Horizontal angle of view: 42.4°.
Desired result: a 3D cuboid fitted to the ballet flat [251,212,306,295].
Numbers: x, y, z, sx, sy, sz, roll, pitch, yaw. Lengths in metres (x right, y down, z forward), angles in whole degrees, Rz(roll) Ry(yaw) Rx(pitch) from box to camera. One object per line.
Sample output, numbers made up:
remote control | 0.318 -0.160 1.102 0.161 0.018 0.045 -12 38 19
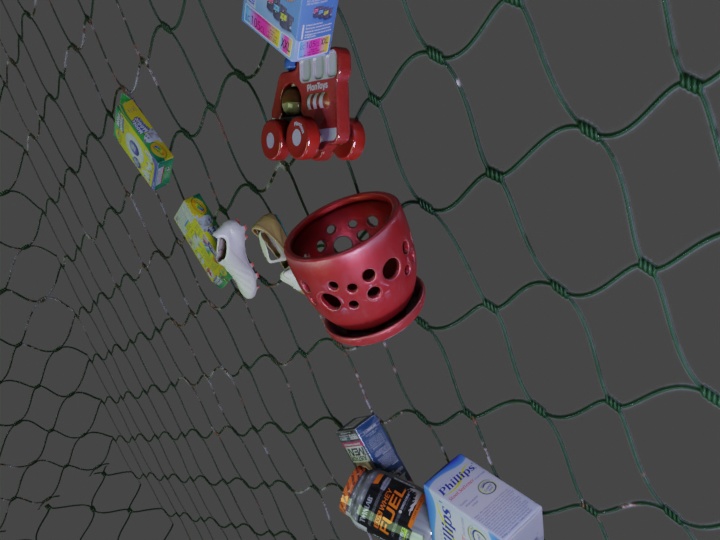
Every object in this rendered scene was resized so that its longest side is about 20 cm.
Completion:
ballet flat | -0.146 -0.016 1.816 0.201 0.063 0.069 56 151 6

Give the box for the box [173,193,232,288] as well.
box | -0.344 -0.063 2.104 0.202 0.048 0.117 60 151 4

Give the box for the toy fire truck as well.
toy fire truck | -0.078 -0.259 1.461 0.199 0.111 0.171 8 100 54

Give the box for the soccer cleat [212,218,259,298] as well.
soccer cleat | -0.272 -0.018 1.998 0.069 0.077 0.203 30 140 41

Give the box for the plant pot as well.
plant pot | 0.000 0.000 1.472 0.199 0.200 0.184 18 140 50

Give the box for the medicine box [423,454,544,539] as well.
medicine box | 0.220 0.460 1.636 0.199 0.102 0.185 26 137 44

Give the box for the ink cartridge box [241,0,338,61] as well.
ink cartridge box | -0.095 -0.424 1.327 0.136 0.076 0.202 42 136 29

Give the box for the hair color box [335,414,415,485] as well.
hair color box | 0.037 0.402 1.916 0.202 0.060 0.100 60 151 -2

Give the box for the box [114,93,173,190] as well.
box | -0.506 -0.297 2.128 0.201 0.048 0.118 54 150 14

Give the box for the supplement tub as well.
supplement tub | 0.066 0.463 1.796 0.197 0.123 0.124 21 138 17
